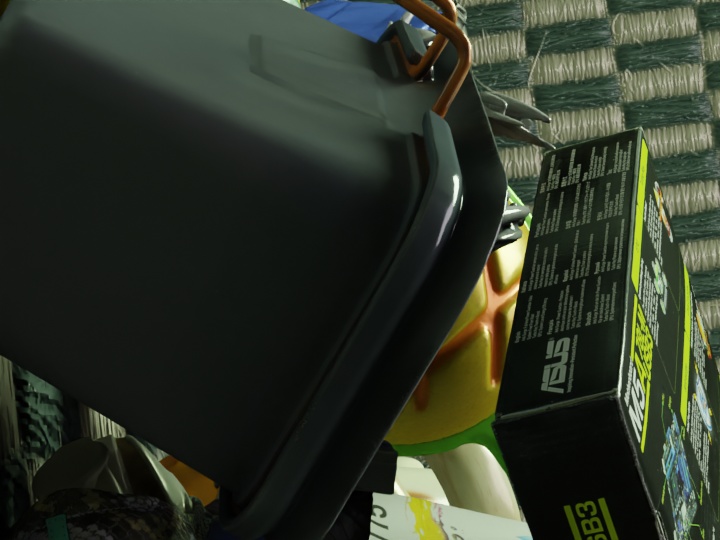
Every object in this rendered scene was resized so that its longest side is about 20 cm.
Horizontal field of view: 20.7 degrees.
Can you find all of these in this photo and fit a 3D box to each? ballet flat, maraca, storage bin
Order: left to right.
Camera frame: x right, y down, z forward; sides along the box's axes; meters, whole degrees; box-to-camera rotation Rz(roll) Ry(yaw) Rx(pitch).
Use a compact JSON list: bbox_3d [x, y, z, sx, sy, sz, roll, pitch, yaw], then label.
[{"bbox_3d":[-0.079,0.087,0.649,0.200,0.071,0.073,92,-10,-86],"label":"ballet flat"},{"bbox_3d":[-0.047,-0.034,0.568,0.146,0.134,0.200,-59,-167,17],"label":"storage bin"},{"bbox_3d":[0.027,0.014,0.821,0.107,0.198,0.138,158,-47,-76],"label":"maraca"}]

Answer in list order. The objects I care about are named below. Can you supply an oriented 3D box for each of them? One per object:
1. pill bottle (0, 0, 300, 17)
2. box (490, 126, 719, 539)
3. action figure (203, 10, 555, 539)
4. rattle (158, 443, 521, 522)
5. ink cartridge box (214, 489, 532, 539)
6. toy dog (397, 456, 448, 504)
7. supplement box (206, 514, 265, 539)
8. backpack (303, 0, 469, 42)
[{"bbox_3d":[-0.087,-0.164,0.736,0.113,0.112,0.202,76,7,-83],"label":"pill bottle"},{"bbox_3d":[0.102,0.077,0.688,0.200,0.047,0.194,-71,141,-61],"label":"box"},{"bbox_3d":[0.000,0.000,0.715,0.069,0.130,0.202,17,85,-43],"label":"action figure"},{"bbox_3d":[0.015,0.140,0.878,0.130,0.142,0.201,-32,-94,46],"label":"rattle"},{"bbox_3d":[0.023,0.192,0.777,0.147,0.198,0.147,-97,-156,-57],"label":"ink cartridge box"},{"bbox_3d":[-0.013,0.155,1.026,0.199,0.193,0.141,22,70,-51],"label":"toy dog"},{"bbox_3d":[-0.013,0.189,0.586,0.110,0.108,0.202,78,25,-75],"label":"supplement box"},{"bbox_3d":[-0.043,-0.030,0.997,0.200,0.166,0.164,-42,127,-49],"label":"backpack"}]
